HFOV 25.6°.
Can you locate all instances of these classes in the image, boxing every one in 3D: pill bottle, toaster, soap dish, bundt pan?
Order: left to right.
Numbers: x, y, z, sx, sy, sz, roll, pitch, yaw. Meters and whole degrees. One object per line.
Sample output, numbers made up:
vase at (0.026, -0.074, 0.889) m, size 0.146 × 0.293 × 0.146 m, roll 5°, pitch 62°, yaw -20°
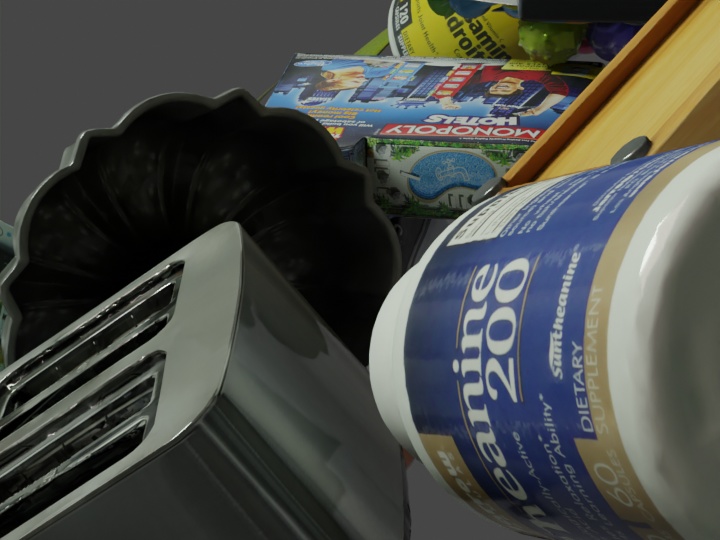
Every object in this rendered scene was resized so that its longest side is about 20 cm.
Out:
toaster at (-0.073, 0.093, 0.592) m, size 0.200 × 0.119 × 0.181 m, roll -33°, pitch 21°, yaw 13°
bundt pan at (-0.083, 0.015, 0.756) m, size 0.202 × 0.202 × 0.076 m, roll -46°, pitch 23°, yaw -18°
pill bottle at (0.117, -0.192, 1.084) m, size 0.200 × 0.112 × 0.112 m, roll -29°, pitch 17°, yaw 48°
pill bottle at (0.076, 0.026, 0.459) m, size 0.111 × 0.111 × 0.200 m, roll -46°, pitch 12°, yaw -18°
soap dish at (0.144, -0.058, 0.611) m, size 0.200 × 0.081 × 0.157 m, roll -47°, pitch 13°, yaw -16°

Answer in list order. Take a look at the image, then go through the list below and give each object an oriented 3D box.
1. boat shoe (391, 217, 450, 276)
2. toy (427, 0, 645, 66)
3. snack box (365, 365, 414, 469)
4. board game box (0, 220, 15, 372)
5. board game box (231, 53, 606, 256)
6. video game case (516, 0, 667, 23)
boat shoe at (0.000, 0.000, 0.894) m, size 0.070 × 0.066 × 0.200 m, roll -35°, pitch 14°, yaw 32°
toy at (0.118, -0.147, 0.924) m, size 0.115 × 0.047 × 0.200 m, roll -20°, pitch 29°, yaw -38°
snack box at (-0.032, 0.115, 0.690) m, size 0.200 × 0.024 × 0.072 m, roll -49°, pitch 15°, yaw -27°
board game box at (-0.170, 0.086, 0.774) m, size 0.064 × 0.147 × 0.200 m, roll -31°, pitch 43°, yaw 37°
board game box at (0.019, -0.063, 0.882) m, size 0.200 × 0.062 × 0.200 m, roll 5°, pitch 26°, yaw 21°
video game case at (0.156, -0.166, 0.880) m, size 0.143 × 0.019 × 0.200 m, roll 1°, pitch 22°, yaw 4°
